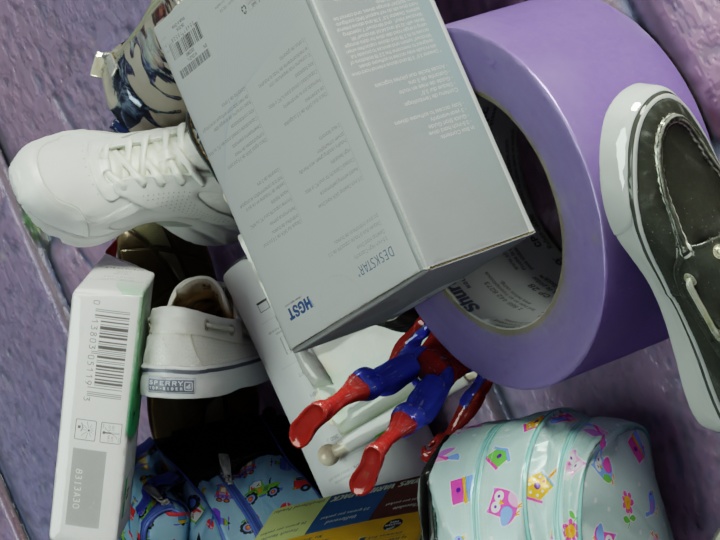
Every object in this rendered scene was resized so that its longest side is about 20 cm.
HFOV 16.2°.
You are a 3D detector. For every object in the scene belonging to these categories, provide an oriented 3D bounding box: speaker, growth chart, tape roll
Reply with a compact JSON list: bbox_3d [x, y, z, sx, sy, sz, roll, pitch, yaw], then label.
[{"bbox_3d":[-0.010,0.076,1.583,0.081,0.081,0.200,-39,73,56],"label":"speaker"},{"bbox_3d":[0.000,0.000,1.525,0.144,0.018,0.200,-25,82,21],"label":"growth chart"},{"bbox_3d":[0.096,-0.043,1.359,0.200,0.085,0.201,31,131,44],"label":"tape roll"}]

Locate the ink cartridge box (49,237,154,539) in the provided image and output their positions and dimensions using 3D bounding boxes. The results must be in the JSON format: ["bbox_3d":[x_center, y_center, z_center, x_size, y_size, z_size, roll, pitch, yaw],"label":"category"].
[{"bbox_3d":[-0.157,0.074,1.632,0.200,0.050,0.161,-67,-16,-79],"label":"ink cartridge box"}]

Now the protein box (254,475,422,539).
[{"bbox_3d":[0.010,0.257,1.464,0.135,0.200,0.199,-16,110,27],"label":"protein box"}]

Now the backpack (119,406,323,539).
[{"bbox_3d":[-0.075,0.207,1.663,0.200,0.134,0.183,-139,41,-62],"label":"backpack"}]

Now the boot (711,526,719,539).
[{"bbox_3d":[0.240,0.219,1.292,0.154,0.073,0.204,37,139,38],"label":"boot"}]

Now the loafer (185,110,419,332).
[{"bbox_3d":[-0.032,-0.042,1.490,0.200,0.072,0.073,40,104,18],"label":"loafer"}]

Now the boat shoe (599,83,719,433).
[{"bbox_3d":[0.180,-0.004,1.255,0.064,0.071,0.200,6,129,48],"label":"boat shoe"}]

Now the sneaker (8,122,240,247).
[{"bbox_3d":[-0.127,-0.067,1.591,0.099,0.200,0.078,-34,68,43],"label":"sneaker"}]

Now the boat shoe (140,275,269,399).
[{"bbox_3d":[-0.096,0.038,1.626,0.071,0.200,0.070,2,94,14],"label":"boat shoe"}]

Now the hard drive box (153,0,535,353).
[{"bbox_3d":[-0.013,-0.076,1.353,0.156,0.077,0.200,-31,79,56],"label":"hard drive box"}]

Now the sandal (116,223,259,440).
[{"bbox_3d":[-0.123,0.050,1.752,0.054,0.080,0.201,176,78,-73],"label":"sandal"}]

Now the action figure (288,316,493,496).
[{"bbox_3d":[0.022,0.077,1.422,0.065,0.200,0.099,39,127,11],"label":"action figure"}]

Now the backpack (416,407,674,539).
[{"bbox_3d":[0.109,0.175,1.399,0.126,0.167,0.201,-9,99,23],"label":"backpack"}]

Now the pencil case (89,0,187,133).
[{"bbox_3d":[-0.107,-0.145,1.585,0.200,0.089,0.078,134,144,-63],"label":"pencil case"}]
